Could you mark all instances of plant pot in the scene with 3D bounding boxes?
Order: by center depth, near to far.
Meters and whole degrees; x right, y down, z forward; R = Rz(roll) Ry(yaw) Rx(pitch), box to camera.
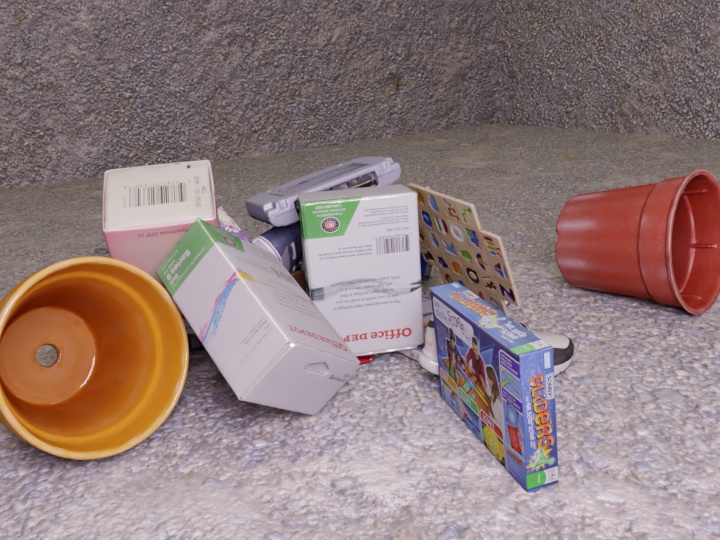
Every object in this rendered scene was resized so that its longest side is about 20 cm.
[{"bbox_3d":[-0.320,0.095,0.775,0.199,0.202,0.182,-19,6,-40],"label":"plant pot"},{"bbox_3d":[0.412,-0.044,1.056,0.200,0.203,0.194,-18,15,-40],"label":"plant pot"}]

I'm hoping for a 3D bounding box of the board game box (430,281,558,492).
[{"bbox_3d":[0.127,0.105,0.701,0.034,0.137,0.200,-12,19,-13],"label":"board game box"}]

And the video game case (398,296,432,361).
[{"bbox_3d":[0.095,0.082,0.985,0.142,0.018,0.199,-15,20,-33],"label":"video game case"}]

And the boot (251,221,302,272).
[{"bbox_3d":[-0.113,-0.012,1.064,0.090,0.073,0.200,-41,-11,-19],"label":"boot"}]

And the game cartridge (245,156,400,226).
[{"bbox_3d":[-0.056,-0.113,0.989,0.199,0.041,0.133,-23,22,-19],"label":"game cartridge"}]

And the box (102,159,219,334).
[{"bbox_3d":[-0.235,-0.022,0.877,0.126,0.201,0.110,-8,48,-10],"label":"box"}]

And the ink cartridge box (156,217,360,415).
[{"bbox_3d":[-0.111,0.053,0.775,0.200,0.088,0.145,46,9,32],"label":"ink cartridge box"}]

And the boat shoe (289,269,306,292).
[{"bbox_3d":[-0.111,0.060,0.938,0.068,0.072,0.200,-45,5,46],"label":"boat shoe"}]

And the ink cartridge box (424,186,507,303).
[{"bbox_3d":[0.140,-0.030,1.042,0.050,0.200,0.161,-44,-2,17],"label":"ink cartridge box"}]

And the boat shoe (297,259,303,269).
[{"bbox_3d":[-0.088,-0.005,1.265,0.199,0.057,0.067,16,-11,39],"label":"boat shoe"}]

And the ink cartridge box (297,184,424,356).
[{"bbox_3d":[0.000,0.000,0.903,0.145,0.202,0.083,-6,15,-8],"label":"ink cartridge box"}]

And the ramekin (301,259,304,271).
[{"bbox_3d":[0.002,-0.036,1.053,0.098,0.201,0.200,42,25,2],"label":"ramekin"}]

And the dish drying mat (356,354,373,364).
[{"bbox_3d":[-0.058,0.092,0.982,0.076,0.018,0.200,-10,18,-22],"label":"dish drying mat"}]

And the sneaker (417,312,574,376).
[{"bbox_3d":[0.169,0.083,0.843,0.198,0.081,0.074,1,13,-17],"label":"sneaker"}]

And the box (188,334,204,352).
[{"bbox_3d":[-0.286,0.055,1.051,0.140,0.080,0.200,-6,18,-13],"label":"box"}]

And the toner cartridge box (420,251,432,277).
[{"bbox_3d":[0.021,-0.033,1.225,0.198,0.044,0.095,15,2,21],"label":"toner cartridge box"}]

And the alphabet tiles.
[{"bbox_3d":[0.123,-0.026,0.890,0.006,0.167,0.200,-34,31,-17],"label":"alphabet tiles"}]

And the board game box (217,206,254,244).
[{"bbox_3d":[-0.179,-0.010,1.037,0.032,0.120,0.200,-36,-5,-19],"label":"board game box"}]
